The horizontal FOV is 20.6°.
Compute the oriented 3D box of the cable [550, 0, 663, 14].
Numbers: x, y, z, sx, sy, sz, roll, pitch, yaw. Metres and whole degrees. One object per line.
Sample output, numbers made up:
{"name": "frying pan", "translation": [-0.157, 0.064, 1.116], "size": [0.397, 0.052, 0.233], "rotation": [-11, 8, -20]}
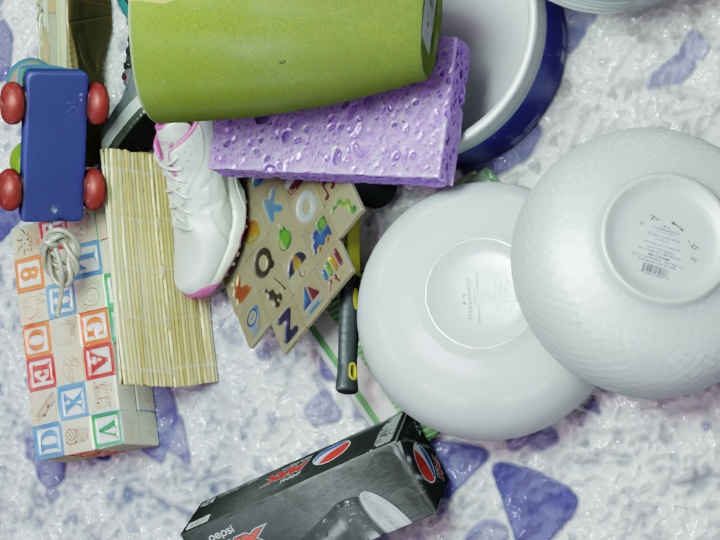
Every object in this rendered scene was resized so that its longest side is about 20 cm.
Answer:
{"name": "cable", "translation": [0.189, -0.285, 1.471], "size": [0.200, 0.069, 0.200], "rotation": [6, 67, 2]}

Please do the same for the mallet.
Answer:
{"name": "mallet", "translation": [0.000, 0.000, 1.551], "size": [0.041, 0.066, 0.200], "rotation": [-16, 70, 42]}

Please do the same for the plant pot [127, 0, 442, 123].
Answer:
{"name": "plant pot", "translation": [-0.046, -0.193, 1.442], "size": [0.200, 0.187, 0.187], "rotation": [5, 85, 11]}

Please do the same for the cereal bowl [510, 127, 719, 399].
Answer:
{"name": "cereal bowl", "translation": [0.210, -0.013, 1.411], "size": [0.200, 0.083, 0.200], "rotation": [1, 75, -5]}

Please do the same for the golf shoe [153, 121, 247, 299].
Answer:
{"name": "golf shoe", "translation": [-0.135, -0.078, 1.600], "size": [0.075, 0.091, 0.200], "rotation": [12, 92, 52]}

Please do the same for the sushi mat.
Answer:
{"name": "sushi mat", "translation": [-0.166, -0.002, 1.627], "size": [0.012, 0.096, 0.200], "rotation": [-17, 75, 45]}

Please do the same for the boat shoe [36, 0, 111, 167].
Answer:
{"name": "boat shoe", "translation": [-0.256, -0.188, 1.704], "size": [0.063, 0.073, 0.201], "rotation": [-2, 91, 24]}

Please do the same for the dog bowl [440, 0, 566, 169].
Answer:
{"name": "dog bowl", "translation": [0.057, -0.181, 1.552], "size": [0.200, 0.079, 0.200], "rotation": [-3, 82, 24]}

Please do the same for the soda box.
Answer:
{"name": "soda box", "translation": [-0.035, 0.184, 1.544], "size": [0.200, 0.063, 0.071], "rotation": [-26, 101, 20]}

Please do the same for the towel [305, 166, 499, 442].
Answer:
{"name": "towel", "translation": [0.063, 0.035, 1.553], "size": [0.200, 0.023, 0.153], "rotation": [-40, 70, 13]}

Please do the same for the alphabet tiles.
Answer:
{"name": "alphabet tiles", "translation": [-0.064, -0.040, 1.578], "size": [0.166, 0.006, 0.200], "rotation": [-51, 46, 32]}

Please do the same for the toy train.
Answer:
{"name": "toy train", "translation": [-0.261, -0.073, 1.626], "size": [0.116, 0.085, 0.200], "rotation": [-141, 53, -64]}

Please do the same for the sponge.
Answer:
{"name": "sponge", "translation": [-0.017, -0.123, 1.513], "size": [0.200, 0.030, 0.112], "rotation": [4, 78, 26]}

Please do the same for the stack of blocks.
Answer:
{"name": "stack of blocks", "translation": [-0.219, 0.053, 1.660], "size": [0.115, 0.059, 0.200], "rotation": [-13, 78, 23]}

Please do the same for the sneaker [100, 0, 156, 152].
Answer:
{"name": "sneaker", "translation": [-0.177, -0.198, 1.658], "size": [0.121, 0.084, 0.200], "rotation": [40, 93, 19]}

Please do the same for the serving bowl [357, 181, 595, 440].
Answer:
{"name": "serving bowl", "translation": [0.093, 0.024, 1.476], "size": [0.200, 0.066, 0.200], "rotation": [-2, 76, 7]}
